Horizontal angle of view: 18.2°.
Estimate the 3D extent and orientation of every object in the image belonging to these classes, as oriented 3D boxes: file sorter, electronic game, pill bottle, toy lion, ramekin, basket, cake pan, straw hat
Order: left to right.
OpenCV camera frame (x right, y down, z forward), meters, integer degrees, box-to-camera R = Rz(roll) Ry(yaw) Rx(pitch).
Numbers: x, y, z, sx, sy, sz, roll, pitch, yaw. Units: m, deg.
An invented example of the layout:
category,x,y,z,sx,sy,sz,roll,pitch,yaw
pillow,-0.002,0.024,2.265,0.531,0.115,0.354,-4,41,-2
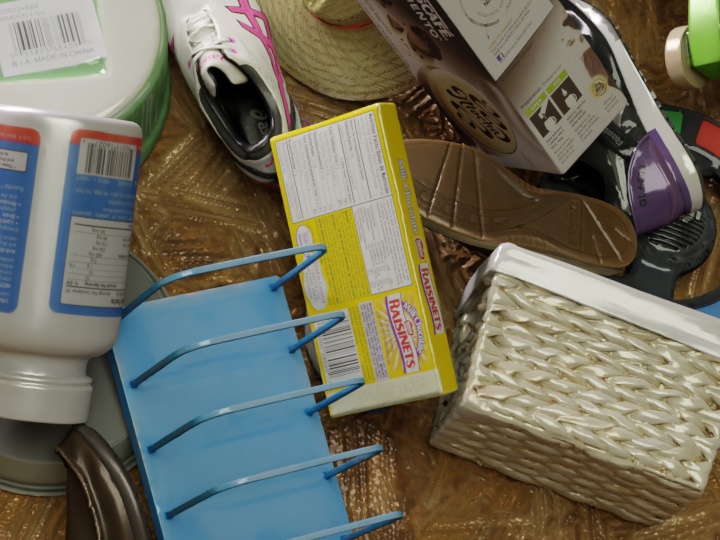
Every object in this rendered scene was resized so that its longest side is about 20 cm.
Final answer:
category,x,y,z,sx,sy,sz,roll,pitch,yaw
ramekin,-0.229,-0.155,1.609,0.198,0.098,0.202,4,69,-10
pill bottle,-0.209,-0.004,1.487,0.111,0.112,0.202,8,92,-8
cake pan,-0.218,0.055,1.567,0.198,0.037,0.202,4,69,-10
file sorter,-0.070,0.098,1.511,0.138,0.123,0.202,-11,80,-28
straw hat,-0.008,-0.226,1.634,0.199,0.085,0.203,0,92,17
basket,0.158,0.085,1.581,0.198,0.136,0.124,19,69,-4
electronic game,0.228,-0.034,1.683,0.198,0.042,0.202,3,66,-7
toy lion,0.313,-0.203,1.712,0.199,0.068,0.193,26,64,-46

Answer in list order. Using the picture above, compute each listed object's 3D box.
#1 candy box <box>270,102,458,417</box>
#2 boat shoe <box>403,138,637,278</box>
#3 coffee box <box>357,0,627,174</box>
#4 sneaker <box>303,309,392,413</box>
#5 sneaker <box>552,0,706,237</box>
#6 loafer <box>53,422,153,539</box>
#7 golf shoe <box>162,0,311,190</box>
category,x,y,z,sx,sy,sz,roll,pitch,yaw
candy box,0.001,-0.006,1.550,0.026,0.102,0.202,-9,86,-54
boat shoe,0.095,-0.032,1.601,0.198,0.072,0.073,15,60,-14
coffee box,0.082,-0.169,1.574,0.080,0.113,0.200,-47,117,-16
sneaker,0.000,0.000,1.606,0.076,0.085,0.202,-2,71,-12
sneaker,0.169,-0.114,1.661,0.087,0.076,0.201,-25,65,-9
loafer,-0.168,0.200,1.490,0.070,0.073,0.202,-19,87,-11
golf shoe,-0.096,-0.156,1.635,0.072,0.092,0.201,-31,75,5
